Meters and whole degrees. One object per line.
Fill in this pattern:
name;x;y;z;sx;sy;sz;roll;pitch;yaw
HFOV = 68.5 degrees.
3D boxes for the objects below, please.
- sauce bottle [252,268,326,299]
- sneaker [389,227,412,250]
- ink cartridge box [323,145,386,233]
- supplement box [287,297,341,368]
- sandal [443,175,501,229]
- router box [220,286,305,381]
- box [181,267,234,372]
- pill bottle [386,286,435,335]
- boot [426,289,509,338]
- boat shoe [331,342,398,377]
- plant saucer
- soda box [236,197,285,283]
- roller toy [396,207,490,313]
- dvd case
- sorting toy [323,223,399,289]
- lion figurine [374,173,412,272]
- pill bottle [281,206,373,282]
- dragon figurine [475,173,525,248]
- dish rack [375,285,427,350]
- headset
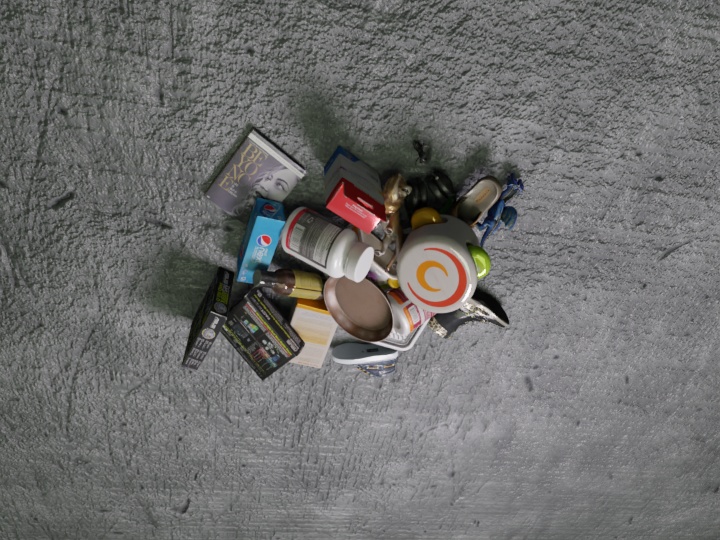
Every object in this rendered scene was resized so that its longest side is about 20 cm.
sauce bottle;-0.168;0.029;1.272;0.196;0.066;0.065;13;129;-44
sneaker;0.162;-0.048;1.261;0.191;0.095;0.078;1;160;-4
ink cartridge box;-0.013;-0.160;1.101;0.114;0.204;0.068;29;121;-25
supplement box;-0.135;0.154;1.404;0.121;0.075;0.205;14;123;-15
sandal;0.239;-0.121;1.183;0.081;0.055;0.201;42;118;0
router box;-0.257;0.161;1.351;0.148;0.062;0.202;-34;100;32
box;-0.374;0.121;1.301;0.043;0.163;0.202;22;122;-22
pill bottle;0.154;0.061;1.301;0.196;0.109;0.112;-32;131;-18
boot;0.288;0.128;1.433;0.199;0.075;0.155;29;123;-20
boat shoe;0.012;0.261;1.501;0.191;0.072;0.094;-2;124;-7
plant saucer;0.000;0.081;1.270;0.194;0.035;0.206;21;133;23
soda box;-0.233;-0.063;1.223;0.065;0.066;0.203;8;132;-23
roller toy;0.172;-0.020;1.160;0.195;0.141;0.186;29;125;4
dvd case;-0.234;-0.193;1.171;0.147;0.016;0.200;34;117;-26
sorting toy;0.000;0.000;1.306;0.198;0.110;0.177;37;136;-28
lion figurine;0.070;-0.104;1.180;0.070;0.125;0.204;13;142;13
pill bottle;-0.071;-0.054;1.175;0.195;0.110;0.114;27;131;21
dragon figurine;0.314;-0.124;1.201;0.058;0.206;0.099;28;158;-21
dish rack;0.097;0.120;1.423;0.166;0.044;0.204;16;124;-18
headset;0.149;-0.189;1.193;0.119;0.096;0.203;-20;142;2
